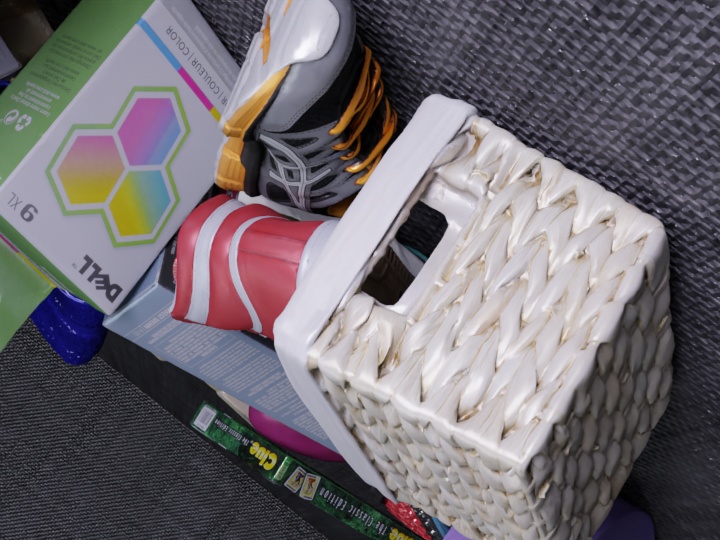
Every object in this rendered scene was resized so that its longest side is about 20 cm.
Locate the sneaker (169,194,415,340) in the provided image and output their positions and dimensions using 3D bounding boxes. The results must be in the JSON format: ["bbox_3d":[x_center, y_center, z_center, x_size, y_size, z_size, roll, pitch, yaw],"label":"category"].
[{"bbox_3d":[-0.028,0.021,0.700,0.111,0.072,0.200,13,159,22],"label":"sneaker"}]

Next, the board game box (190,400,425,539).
[{"bbox_3d":[-0.023,0.157,0.940,0.200,0.024,0.104,39,172,-40],"label":"board game box"}]

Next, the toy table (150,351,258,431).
[{"bbox_3d":[-0.092,0.016,0.944,0.199,0.118,0.184,40,166,-2],"label":"toy table"}]

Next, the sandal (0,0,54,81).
[{"bbox_3d":[-0.192,-0.116,0.863,0.069,0.078,0.213,25,155,49],"label":"sandal"}]

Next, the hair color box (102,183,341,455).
[{"bbox_3d":[-0.047,0.027,0.799,0.199,0.100,0.060,32,136,-28],"label":"hair color box"}]

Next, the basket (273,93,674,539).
[{"bbox_3d":[0.064,0.042,0.610,0.122,0.136,0.200,27,163,24],"label":"basket"}]

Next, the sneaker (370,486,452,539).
[{"bbox_3d":[0.077,0.151,0.967,0.079,0.096,0.200,31,179,30],"label":"sneaker"}]

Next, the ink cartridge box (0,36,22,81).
[{"bbox_3d":[-0.330,-0.156,0.822,0.175,0.084,0.201,-28,98,43],"label":"ink cartridge box"}]

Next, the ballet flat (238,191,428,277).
[{"bbox_3d":[0.000,0.000,0.769,0.200,0.070,0.069,46,163,-30],"label":"ballet flat"}]

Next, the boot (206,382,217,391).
[{"bbox_3d":[-0.018,0.092,1.030,0.198,0.073,0.154,24,173,-29],"label":"boot"}]

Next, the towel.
[{"bbox_3d":[-0.208,-0.018,0.856,0.149,0.049,0.200,62,161,6],"label":"towel"}]

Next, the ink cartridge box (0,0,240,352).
[{"bbox_3d":[-0.146,-0.049,0.699,0.059,0.201,0.104,25,162,41],"label":"ink cartridge box"}]

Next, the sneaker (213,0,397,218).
[{"bbox_3d":[-0.018,-0.073,0.596,0.076,0.079,0.200,25,169,-2],"label":"sneaker"}]

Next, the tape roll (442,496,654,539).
[{"bbox_3d":[0.117,0.236,0.934,0.084,0.201,0.200,27,163,31],"label":"tape roll"}]

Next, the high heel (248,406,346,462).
[{"bbox_3d":[0.026,0.093,0.868,0.197,0.069,0.096,0,174,-5],"label":"high heel"}]
